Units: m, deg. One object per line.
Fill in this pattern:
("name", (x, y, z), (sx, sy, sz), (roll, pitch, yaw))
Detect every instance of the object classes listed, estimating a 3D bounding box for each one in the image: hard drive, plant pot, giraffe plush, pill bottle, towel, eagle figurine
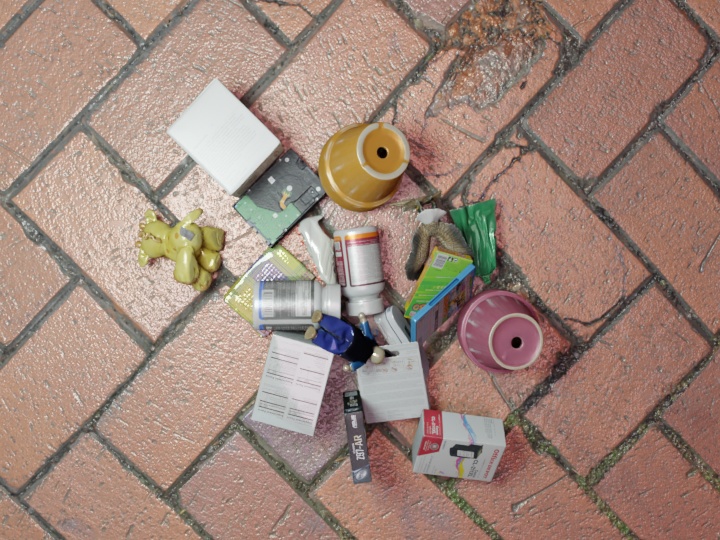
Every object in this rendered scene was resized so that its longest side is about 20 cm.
("hard drive", (-0.188, -0.170, 1.607), (0.200, 0.038, 0.140), (-45, 84, -2))
("plant pot", (0.021, -0.247, 1.525), (0.197, 0.183, 0.203), (2, 84, -18))
("giraffe plush", (-0.433, -0.057, 1.563), (0.160, 0.201, 0.174), (8, 60, 20))
("plant pot", (0.339, 0.150, 1.588), (0.197, 0.179, 0.203), (0, 94, -4))
("pill bottle", (-0.144, 0.080, 1.553), (0.197, 0.114, 0.116), (0, 93, -4))
("towel", (-0.222, 0.046, 1.637), (0.143, 0.023, 0.200), (41, 90, -3))
("pill bottle", (0.000, 0.000, 1.600), (0.108, 0.110, 0.203), (-7, 94, -2))
("eagle figurine", (0.172, -0.079, 1.591), (0.150, 0.151, 0.203), (-23, 103, -41))

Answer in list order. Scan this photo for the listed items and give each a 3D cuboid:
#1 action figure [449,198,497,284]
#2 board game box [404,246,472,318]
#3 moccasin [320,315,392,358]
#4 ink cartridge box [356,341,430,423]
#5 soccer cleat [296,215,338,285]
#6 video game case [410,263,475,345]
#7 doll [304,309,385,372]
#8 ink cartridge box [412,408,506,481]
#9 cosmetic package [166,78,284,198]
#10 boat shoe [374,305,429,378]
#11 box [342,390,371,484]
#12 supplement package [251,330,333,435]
("action figure", (0.287, -0.063, 1.637), (0.117, 0.055, 0.203), (-14, 101, -3))
("board game box", (0.180, 0.040, 1.605), (0.094, 0.030, 0.202), (14, 120, -17))
("moccasin", (-0.005, 0.160, 1.623), (0.199, 0.080, 0.069), (31, 97, -5))
("ink cartridge box", (0.076, 0.262, 1.616), (0.160, 0.057, 0.203), (-8, 105, 8))
("soccer cleat", (-0.084, -0.035, 1.617), (0.077, 0.069, 0.202), (-25, 91, -5))
("video game case", (0.191, 0.086, 1.575), (0.200, 0.144, 0.018), (-40, 63, -19))
("doll", (-0.023, 0.155, 1.510), (0.199, 0.048, 0.138), (30, 71, -25))
("ink cartridge box", (0.233, 0.418, 1.616), (0.197, 0.083, 0.147), (8, 128, -3))
("cosmetic package", (-0.301, -0.295, 1.542), (0.200, 0.165, 0.165), (44, 90, -5))
("boat shoe", (0.101, 0.180, 1.643), (0.065, 0.074, 0.202), (-24, 99, 27))
("box", (-0.009, 0.382, 1.577), (0.043, 0.200, 0.163), (-8, 95, -2))
("supplement package", (-0.152, 0.252, 1.585), (0.149, 0.152, 0.203), (15, 94, -2))
